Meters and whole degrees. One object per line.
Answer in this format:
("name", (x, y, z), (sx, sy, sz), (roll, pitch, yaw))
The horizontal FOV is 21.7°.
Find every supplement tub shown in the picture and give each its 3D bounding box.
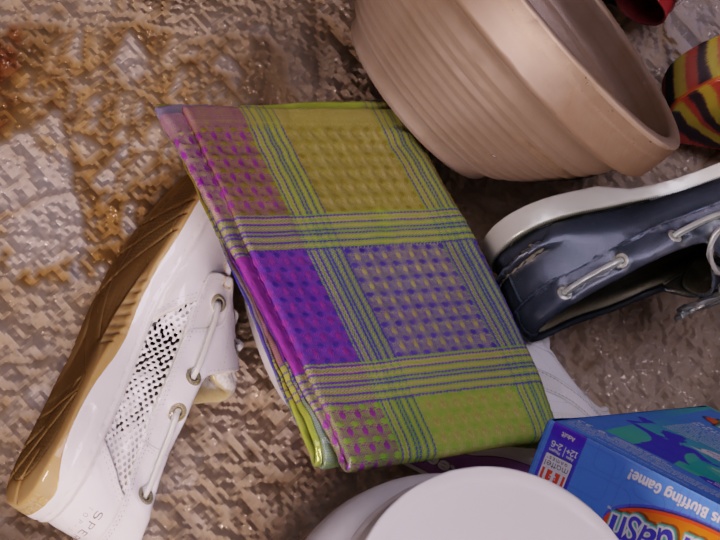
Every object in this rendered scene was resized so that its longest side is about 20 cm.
("supplement tub", (0.018, 0.165, 0.742), (0.143, 0.200, 0.146), (8, 65, -18))

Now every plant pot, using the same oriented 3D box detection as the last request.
("plant pot", (0.060, -0.113, 0.918), (0.201, 0.092, 0.201), (45, 20, -21))

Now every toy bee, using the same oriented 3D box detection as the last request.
("toy bee", (0.267, -0.096, 1.005), (0.198, 0.109, 0.132), (-1, 52, -25))

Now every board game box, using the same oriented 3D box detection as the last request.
("board game box", (0.176, 0.111, 0.817), (0.151, 0.045, 0.199), (26, 11, 28))

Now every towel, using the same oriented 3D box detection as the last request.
("towel", (0.000, 0.000, 0.831), (0.143, 0.023, 0.201), (-3, 55, -40))

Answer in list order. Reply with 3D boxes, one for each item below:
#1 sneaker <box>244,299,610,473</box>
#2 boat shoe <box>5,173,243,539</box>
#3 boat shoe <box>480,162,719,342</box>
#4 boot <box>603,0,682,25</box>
("sneaker", (0.034, 0.049, 0.885), (0.199, 0.075, 0.100), (36, 43, -6))
("boat shoe", (-0.086, 0.036, 0.838), (0.069, 0.071, 0.201), (35, 58, -18))
("boat shoe", (0.157, -0.013, 0.903), (0.198, 0.075, 0.062), (-11, 65, -22))
("boot", (0.203, -0.195, 1.049), (0.198, 0.073, 0.146), (5, 66, -11))
